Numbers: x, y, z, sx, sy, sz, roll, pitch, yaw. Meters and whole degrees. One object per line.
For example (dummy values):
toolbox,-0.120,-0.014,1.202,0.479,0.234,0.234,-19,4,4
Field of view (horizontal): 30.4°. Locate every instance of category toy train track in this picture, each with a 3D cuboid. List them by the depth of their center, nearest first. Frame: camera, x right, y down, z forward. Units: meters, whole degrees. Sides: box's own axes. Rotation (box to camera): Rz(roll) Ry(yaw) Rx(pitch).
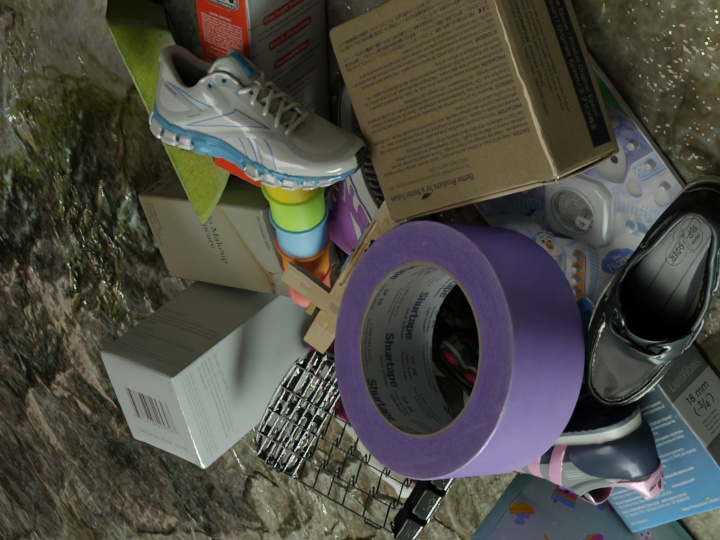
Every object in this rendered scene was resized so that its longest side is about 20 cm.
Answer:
toy train track,0.000,0.000,1.163,0.114,0.033,0.200,37,135,6

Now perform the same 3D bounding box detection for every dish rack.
dish rack,0.005,0.164,1.283,0.199,0.055,0.154,29,107,-3

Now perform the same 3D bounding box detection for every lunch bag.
lunch bag,0.191,0.258,1.162,0.200,0.170,0.122,51,144,-6

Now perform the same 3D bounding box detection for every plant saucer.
plant saucer,-0.174,-0.165,1.244,0.200,0.048,0.201,-119,5,-69

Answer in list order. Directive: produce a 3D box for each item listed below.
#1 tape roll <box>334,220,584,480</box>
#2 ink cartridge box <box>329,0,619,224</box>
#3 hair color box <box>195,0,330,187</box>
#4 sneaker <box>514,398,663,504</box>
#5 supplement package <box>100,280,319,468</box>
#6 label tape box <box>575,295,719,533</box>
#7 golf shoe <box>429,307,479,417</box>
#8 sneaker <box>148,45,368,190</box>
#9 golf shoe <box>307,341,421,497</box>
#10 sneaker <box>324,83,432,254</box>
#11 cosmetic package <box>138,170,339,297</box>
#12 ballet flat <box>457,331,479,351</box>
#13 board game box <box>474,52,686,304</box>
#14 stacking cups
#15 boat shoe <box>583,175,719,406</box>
tape roll,0.074,0.063,1.050,0.199,0.085,0.201,-3,86,47
ink cartridge box,0.079,-0.136,0.991,0.200,0.075,0.166,-12,100,55
hair color box,-0.081,-0.183,1.138,0.061,0.101,0.201,26,137,28
sneaker,0.161,0.157,1.085,0.200,0.070,0.082,-14,106,56
supplement package,-0.143,0.087,1.364,0.117,0.200,0.118,14,131,41
label tape box,0.222,0.107,1.088,0.200,0.063,0.144,53,146,0
golf shoe,0.051,0.075,1.180,0.077,0.088,0.200,29,-167,-41
sneaker,-0.086,-0.128,1.060,0.199,0.075,0.087,18,129,19
golf shoe,0.008,0.159,1.371,0.200,0.075,0.092,50,149,4
sneaker,-0.007,-0.084,1.172,0.114,0.073,0.201,19,134,42
cosmetic package,-0.125,-0.043,1.341,0.199,0.073,0.104,8,127,46
ballet flat,0.079,0.088,1.247,0.200,0.069,0.063,31,164,34
board game box,0.167,-0.046,1.046,0.200,0.026,0.200,53,146,-2
stacking cups,-0.052,-0.037,1.182,0.060,0.061,0.201,30,149,28
boat shoe,0.212,0.027,0.957,0.074,0.066,0.200,35,121,9
